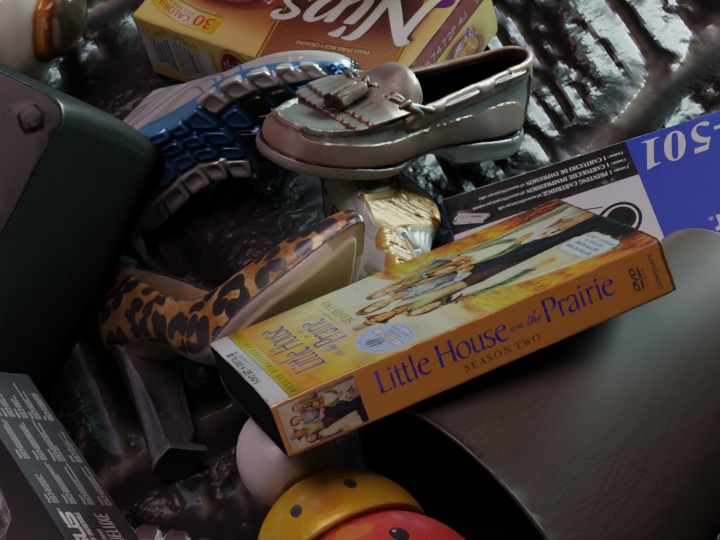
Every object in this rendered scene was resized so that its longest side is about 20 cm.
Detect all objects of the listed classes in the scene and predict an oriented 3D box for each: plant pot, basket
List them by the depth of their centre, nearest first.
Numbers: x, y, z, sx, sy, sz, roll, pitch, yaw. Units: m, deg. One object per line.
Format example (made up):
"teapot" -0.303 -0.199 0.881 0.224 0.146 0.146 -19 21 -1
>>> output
"basket" 0.124 0.079 1.102 0.200 0.181 0.136 -40 12 -27
"plant pot" -0.239 -0.039 1.209 0.199 0.177 0.200 26 79 3

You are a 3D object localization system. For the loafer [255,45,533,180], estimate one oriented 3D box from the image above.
"loafer" 0.023 -0.096 1.264 0.199 0.063 0.072 -9 36 -46

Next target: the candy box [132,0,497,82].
"candy box" -0.029 -0.154 1.403 0.199 0.057 0.117 20 59 32

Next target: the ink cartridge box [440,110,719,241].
"ink cartridge box" 0.153 -0.024 1.245 0.199 0.044 0.094 -18 50 1

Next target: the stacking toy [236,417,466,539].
"stacking toy" -0.005 0.145 1.051 0.146 0.146 0.200 -31 59 -10

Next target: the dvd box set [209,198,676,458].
"dvd box set" 0.034 0.023 1.081 0.199 0.030 0.146 -22 14 -10

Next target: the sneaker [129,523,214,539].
"sneaker" -0.089 0.196 1.115 0.199 0.076 0.116 4 55 19

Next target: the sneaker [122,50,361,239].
"sneaker" -0.088 -0.094 1.346 0.199 0.075 0.087 -20 33 19

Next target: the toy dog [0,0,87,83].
"toy dog" -0.274 -0.158 1.406 0.199 0.195 0.139 -8 23 -35

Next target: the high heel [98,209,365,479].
"high heel" -0.076 0.000 1.224 0.200 0.071 0.143 -48 45 28

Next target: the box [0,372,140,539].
"box" -0.175 0.171 1.116 0.200 0.050 0.158 49 119 40

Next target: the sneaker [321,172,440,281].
"sneaker" 0.000 0.000 1.251 0.088 0.075 0.200 -54 23 21
